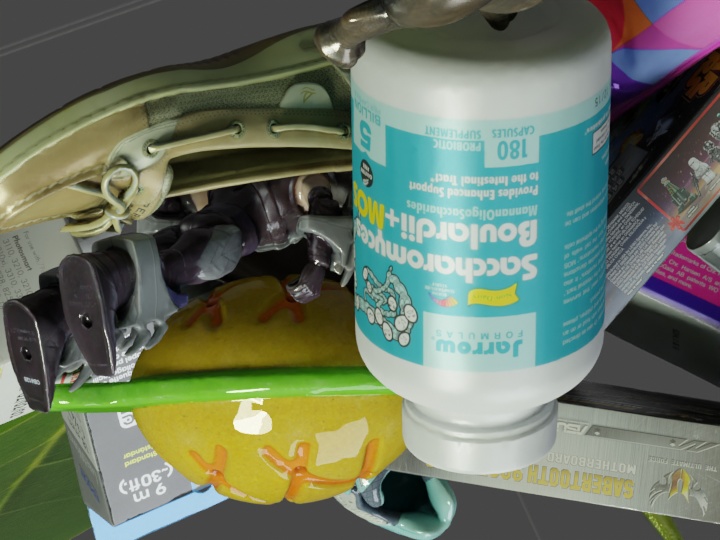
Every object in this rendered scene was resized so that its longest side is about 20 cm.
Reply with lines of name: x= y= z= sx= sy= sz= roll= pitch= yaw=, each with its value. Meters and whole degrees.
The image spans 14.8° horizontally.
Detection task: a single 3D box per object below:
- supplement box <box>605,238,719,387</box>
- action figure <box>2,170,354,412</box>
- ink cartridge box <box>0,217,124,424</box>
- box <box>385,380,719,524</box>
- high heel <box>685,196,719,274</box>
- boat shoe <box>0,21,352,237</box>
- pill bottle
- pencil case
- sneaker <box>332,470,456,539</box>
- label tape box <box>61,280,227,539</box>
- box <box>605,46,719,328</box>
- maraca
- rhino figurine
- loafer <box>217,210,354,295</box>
supplement box: x=0.206 y=-0.051 z=1.426 sx=0.201 sy=0.103 sz=0.101 roll=-60 pitch=164 yaw=-13
action figure: x=-0.072 y=-0.010 z=1.255 sx=0.130 sy=0.070 sz=0.200 roll=-6 pitch=-161 yaw=45
ink cartridge box: x=-0.188 y=0.034 z=1.333 sx=0.199 sy=0.068 sz=0.115 roll=-23 pitch=168 yaw=-17
box: x=0.120 y=0.086 z=1.398 sx=0.199 sy=0.049 sz=0.158 roll=7 pitch=-177 yaw=23
high heel: x=0.235 y=-0.041 z=1.328 sx=0.071 sy=0.142 sz=0.201 roll=-26 pitch=-148 yaw=50
boat shoe: x=-0.075 y=-0.049 z=1.181 sx=0.200 sy=0.063 sz=0.073 roll=-20 pitch=171 yaw=-34
pill bottle: x=0.051 y=-0.016 z=1.188 sx=0.110 sy=0.201 sz=0.111 roll=-1 pitch=-154 yaw=1
pencil case: x=0.138 y=-0.128 z=1.241 sx=0.088 sy=0.089 sz=0.200 roll=-17 pitch=171 yaw=-43
sneaker: x=-0.011 y=0.075 z=1.452 sx=0.078 sy=0.086 sz=0.200 roll=-48 pitch=132 yaw=2
label tape box: x=-0.087 y=0.070 z=1.503 sx=0.143 sy=0.063 sz=0.201 roll=-23 pitch=128 yaw=-16
box: x=0.148 y=-0.076 z=1.308 sx=0.200 sy=0.040 sz=0.137 roll=-49 pitch=-161 yaw=7
maraca: x=-0.058 y=0.057 z=1.314 sx=0.198 sy=0.108 sz=0.137 roll=-4 pitch=172 yaw=19
rhino figurine: x=0.073 y=-0.135 z=1.095 sx=0.199 sy=0.060 sz=0.087 roll=-21 pitch=174 yaw=-40
loafer: x=0.000 y=0.000 z=1.376 sx=0.071 sy=0.198 sz=0.073 roll=-64 pitch=167 yaw=-58
